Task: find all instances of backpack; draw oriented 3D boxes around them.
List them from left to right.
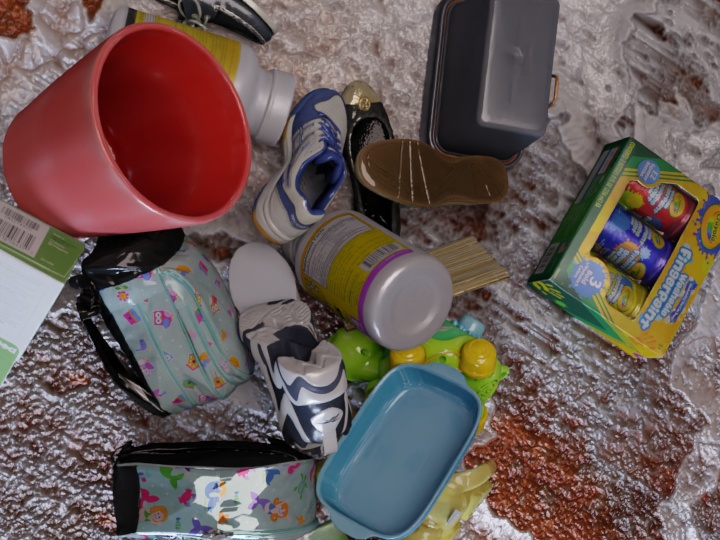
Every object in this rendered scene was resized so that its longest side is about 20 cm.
[{"bbox_3d":[-0.194,0.048,1.403,0.127,0.167,0.200,-20,108,15],"label":"backpack"},{"bbox_3d":[-0.140,0.237,1.385,0.200,0.178,0.151,-7,85,-4],"label":"backpack"}]

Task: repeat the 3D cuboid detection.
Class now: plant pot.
[{"bbox_3d":[-0.235,-0.118,1.329,0.200,0.177,0.201,22,60,-45],"label":"plant pot"}]

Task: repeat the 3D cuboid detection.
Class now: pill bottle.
[{"bbox_3d":[-0.175,-0.197,1.452,0.200,0.112,0.112,15,82,-14],"label":"pill bottle"},{"bbox_3d":[0.000,0.000,1.439,0.104,0.200,0.104,-15,119,-29],"label":"pill bottle"}]

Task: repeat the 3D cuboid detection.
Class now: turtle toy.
[{"bbox_3d":[0.061,0.101,1.496,0.200,0.146,0.101,2,50,-2],"label":"turtle toy"}]

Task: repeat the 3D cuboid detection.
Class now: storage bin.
[{"bbox_3d":[0.162,-0.217,1.540,0.145,0.134,0.200,9,84,-15],"label":"storage bin"}]

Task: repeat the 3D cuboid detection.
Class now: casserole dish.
[{"bbox_3d":[0.042,0.184,1.377,0.121,0.039,0.200,23,68,29],"label":"casserole dish"}]

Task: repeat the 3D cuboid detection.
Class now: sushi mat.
[{"bbox_3d":[0.058,0.012,1.521,0.200,0.096,0.012,-18,123,-16],"label":"sushi mat"}]

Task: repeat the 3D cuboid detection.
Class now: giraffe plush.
[{"bbox_3d":[0.033,0.227,1.465,0.162,0.200,0.173,38,68,14],"label":"giraffe plush"}]

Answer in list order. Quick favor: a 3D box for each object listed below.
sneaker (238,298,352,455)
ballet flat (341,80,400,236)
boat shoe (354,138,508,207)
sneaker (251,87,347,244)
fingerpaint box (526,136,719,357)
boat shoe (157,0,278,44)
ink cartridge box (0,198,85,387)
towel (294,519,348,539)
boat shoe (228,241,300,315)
[{"bbox_3d":[-0.063,0.115,1.381,0.079,0.199,0.130,-17,116,-23],"label":"sneaker"},{"bbox_3d":[0.017,-0.114,1.530,0.066,0.057,0.200,-10,89,-17],"label":"ballet flat"},{"bbox_3d":[0.069,-0.099,1.514,0.200,0.065,0.071,7,81,-35],"label":"boat shoe"},{"bbox_3d":[-0.041,-0.116,1.452,0.075,0.088,0.200,36,54,-29],"label":"sneaker"},{"bbox_3d":[0.318,-0.025,1.602,0.167,0.073,0.200,34,78,-11],"label":"fingerpaint box"},{"bbox_3d":[-0.184,-0.292,1.476,0.200,0.075,0.062,32,77,-10],"label":"boat shoe"},{"bbox_3d":[-0.361,0.023,1.368,0.104,0.200,0.059,29,44,-12],"label":"ink cartridge box"},{"bbox_3d":[-0.086,0.371,1.485,0.200,0.031,0.149,-23,95,-19],"label":"towel"},{"bbox_3d":[-0.082,0.065,1.485,0.072,0.068,0.200,-27,72,-9],"label":"boat shoe"}]
